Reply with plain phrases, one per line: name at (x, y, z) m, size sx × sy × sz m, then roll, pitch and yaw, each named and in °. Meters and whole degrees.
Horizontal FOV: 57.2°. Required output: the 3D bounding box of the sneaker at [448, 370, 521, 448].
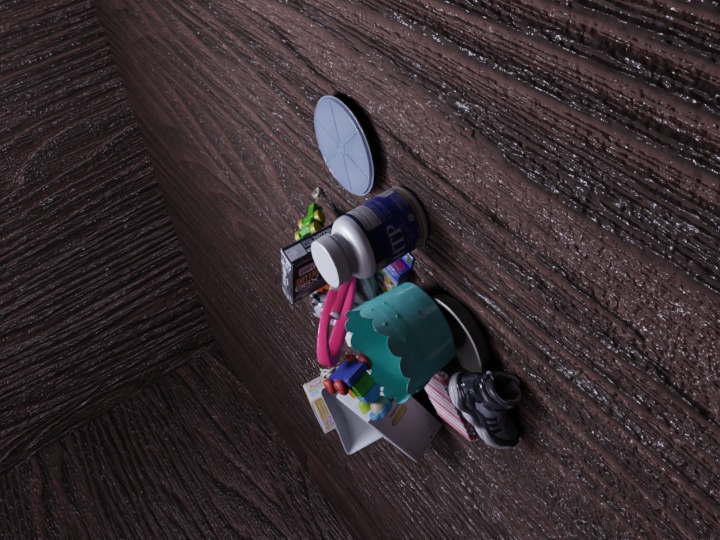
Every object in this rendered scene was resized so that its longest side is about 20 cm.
sneaker at (0.255, 0.252, 1.198) m, size 0.113 × 0.076 × 0.200 m, roll -23°, pitch 120°, yaw 43°

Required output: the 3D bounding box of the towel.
towel at (0.176, 0.262, 1.412) m, size 0.146 × 0.030 × 0.203 m, roll 30°, pitch 150°, yaw 61°

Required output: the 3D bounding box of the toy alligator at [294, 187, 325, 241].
toy alligator at (-0.100, -0.107, 1.483) m, size 0.058 × 0.203 × 0.054 m, roll -24°, pitch 124°, yaw 29°

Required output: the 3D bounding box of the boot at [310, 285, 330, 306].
boot at (-0.095, 0.055, 1.699) m, size 0.076 × 0.106 × 0.199 m, roll 61°, pitch 160°, yaw -9°

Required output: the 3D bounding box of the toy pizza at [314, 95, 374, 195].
toy pizza at (-0.026, -0.244, 1.285) m, size 0.200 × 0.031 × 0.203 m, roll 47°, pitch 153°, yaw 32°

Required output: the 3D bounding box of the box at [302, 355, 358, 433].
box at (-0.039, 0.320, 1.742) m, size 0.103 × 0.197 × 0.112 m, roll 67°, pitch 168°, yaw -18°

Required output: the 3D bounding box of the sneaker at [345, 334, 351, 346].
sneaker at (-0.046, 0.141, 1.736) m, size 0.199 × 0.073 × 0.118 m, roll 17°, pitch 129°, yaw 58°

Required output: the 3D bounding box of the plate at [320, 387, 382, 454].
plate at (0.016, 0.340, 1.684) m, size 0.204 × 0.196 × 0.032 m, roll 68°, pitch 172°, yaw -18°

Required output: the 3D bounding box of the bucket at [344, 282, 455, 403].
bucket at (0.077, 0.134, 1.272) m, size 0.208 × 0.133 × 0.210 m, roll 48°, pitch 155°, yaw 31°

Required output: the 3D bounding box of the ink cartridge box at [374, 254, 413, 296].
ink cartridge box at (0.050, -0.005, 1.396) m, size 0.120 × 0.041 × 0.202 m, roll 51°, pitch 155°, yaw 22°

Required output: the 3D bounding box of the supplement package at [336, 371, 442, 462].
supplement package at (0.069, 0.335, 1.572) m, size 0.200 × 0.112 × 0.155 m, roll 44°, pitch 169°, yaw -31°

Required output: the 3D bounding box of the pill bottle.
pill bottle at (0.015, -0.057, 1.194) m, size 0.120 × 0.198 × 0.121 m, roll 46°, pitch 155°, yaw 29°

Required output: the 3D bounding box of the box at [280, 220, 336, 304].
box at (-0.080, -0.028, 1.435) m, size 0.050 × 0.197 × 0.159 m, roll 51°, pitch 156°, yaw 24°

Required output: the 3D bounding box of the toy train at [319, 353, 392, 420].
toy train at (-0.013, 0.238, 1.325) m, size 0.116 × 0.085 × 0.199 m, roll 50°, pitch 160°, yaw -8°

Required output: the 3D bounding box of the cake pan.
cake pan at (0.178, 0.131, 1.276) m, size 0.201 × 0.036 × 0.203 m, roll 48°, pitch 155°, yaw 30°

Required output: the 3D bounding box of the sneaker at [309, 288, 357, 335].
sneaker at (-0.059, 0.084, 1.515) m, size 0.138 × 0.079 × 0.200 m, roll 27°, pitch 175°, yaw 14°

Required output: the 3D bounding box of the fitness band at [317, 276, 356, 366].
fitness band at (-0.044, 0.092, 1.305) m, size 0.036 × 0.202 × 0.146 m, roll 9°, pitch 136°, yaw 10°

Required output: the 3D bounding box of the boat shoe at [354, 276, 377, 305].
boat shoe at (-0.001, -0.001, 1.396) m, size 0.073 × 0.065 × 0.205 m, roll 14°, pitch 138°, yaw 38°
